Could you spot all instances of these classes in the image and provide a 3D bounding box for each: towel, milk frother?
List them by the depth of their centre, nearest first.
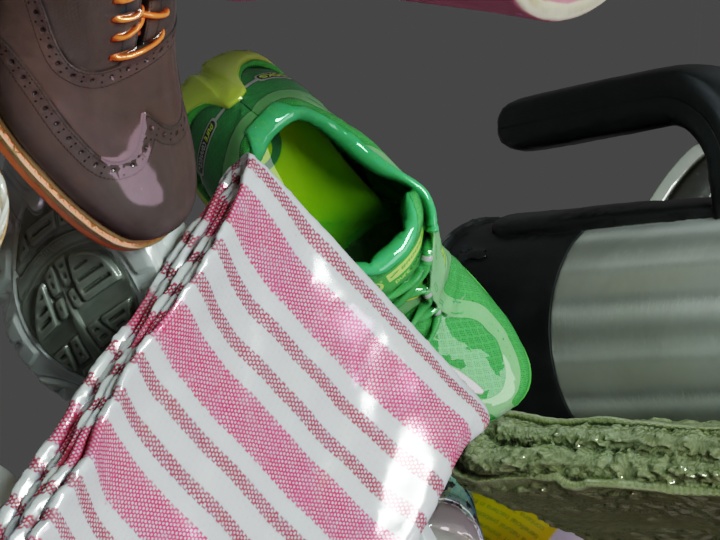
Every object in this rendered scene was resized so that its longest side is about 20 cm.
[{"bbox_3d":[-0.036,0.076,0.990,0.146,0.030,0.200,47,56,-25],"label":"towel"},{"bbox_3d":[0.150,0.091,1.190,0.148,0.200,0.036,28,66,-51],"label":"towel"},{"bbox_3d":[0.094,0.018,1.227,0.200,0.188,0.181,-36,112,-43],"label":"milk frother"}]

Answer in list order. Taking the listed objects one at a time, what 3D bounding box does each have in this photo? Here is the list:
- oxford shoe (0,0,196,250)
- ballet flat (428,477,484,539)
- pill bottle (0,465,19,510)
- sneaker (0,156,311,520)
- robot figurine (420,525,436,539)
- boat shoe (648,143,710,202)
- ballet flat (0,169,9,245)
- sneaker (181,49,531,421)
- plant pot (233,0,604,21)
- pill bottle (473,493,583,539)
[{"bbox_3d":[-0.090,-0.088,0.930,0.071,0.073,0.200,-43,127,-32],"label":"oxford shoe"},{"bbox_3d":[0.029,0.168,1.268,0.074,0.074,0.200,22,73,-60],"label":"ballet flat"},{"bbox_3d":[-0.155,0.133,1.003,0.112,0.112,0.200,-44,142,-31],"label":"pill bottle"},{"bbox_3d":[-0.064,0.022,1.061,0.200,0.078,0.099,60,34,-17],"label":"sneaker"},{"bbox_3d":[-0.046,0.133,1.167,0.200,0.150,0.125,13,61,-59],"label":"robot figurine"},{"bbox_3d":[0.158,0.035,1.468,0.072,0.061,0.201,10,103,-60],"label":"boat shoe"},{"bbox_3d":[-0.152,-0.036,0.931,0.069,0.063,0.200,-52,148,-20],"label":"ballet flat"},{"bbox_3d":[0.000,0.000,1.113,0.074,0.084,0.200,-47,119,-5],"label":"sneaker"},{"bbox_3d":[0.014,-0.174,0.971,0.200,0.179,0.200,-36,139,-40],"label":"plant pot"},{"bbox_3d":[0.063,0.156,1.369,0.200,0.104,0.104,-50,147,-22],"label":"pill bottle"}]
